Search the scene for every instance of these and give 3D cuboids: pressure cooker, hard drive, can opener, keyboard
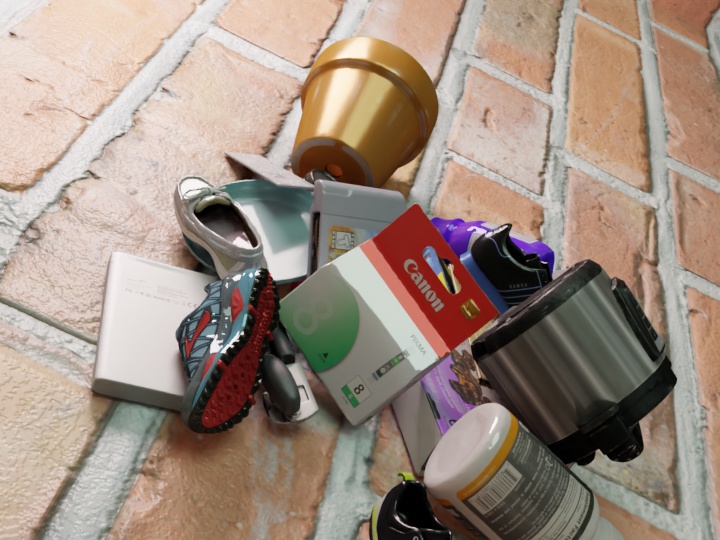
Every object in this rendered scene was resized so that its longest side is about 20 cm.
[{"bbox_3d":[0.236,0.112,1.145,0.175,0.179,0.201,-32,84,-33],"label":"pressure cooker"},{"bbox_3d":[-0.214,0.065,1.152,0.130,0.026,0.201,15,36,-19],"label":"hard drive"},{"bbox_3d":[-0.096,0.083,1.171,0.053,0.067,0.201,-11,47,-17],"label":"can opener"},{"bbox_3d":[-0.122,-0.133,1.418,0.056,0.011,0.200,9,12,-30],"label":"keyboard"}]

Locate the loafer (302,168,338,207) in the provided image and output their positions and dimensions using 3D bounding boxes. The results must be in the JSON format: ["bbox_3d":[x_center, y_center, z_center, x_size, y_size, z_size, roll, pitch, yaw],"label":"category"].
[{"bbox_3d":[0.001,-0.071,1.381,0.200,0.073,0.072,46,36,21],"label":"loafer"}]

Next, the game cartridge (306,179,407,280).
[{"bbox_3d":[0.000,0.000,1.271,0.132,0.041,0.203,5,84,-26],"label":"game cartridge"}]

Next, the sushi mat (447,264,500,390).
[{"bbox_3d":[0.156,0.074,1.275,0.095,0.012,0.201,25,32,-25],"label":"sushi mat"}]

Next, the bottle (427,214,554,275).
[{"bbox_3d":[0.166,-0.024,1.459,0.199,0.085,0.065,23,26,34],"label":"bottle"}]

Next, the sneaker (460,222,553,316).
[{"bbox_3d":[0.210,0.034,1.299,0.200,0.078,0.070,48,22,-5],"label":"sneaker"}]

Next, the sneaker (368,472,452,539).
[{"bbox_3d":[0.055,0.281,1.013,0.071,0.083,0.201,7,40,-28],"label":"sneaker"}]

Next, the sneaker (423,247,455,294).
[{"bbox_3d":[0.082,0.023,1.386,0.066,0.078,0.200,57,10,-17],"label":"sneaker"}]

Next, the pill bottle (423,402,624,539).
[{"bbox_3d":[0.168,0.240,1.087,0.200,0.116,0.117,44,32,-11],"label":"pill bottle"}]

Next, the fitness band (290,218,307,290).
[{"bbox_3d":[-0.023,-0.003,1.370,0.142,0.038,0.201,15,37,-20],"label":"fitness band"}]

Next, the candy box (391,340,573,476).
[{"bbox_3d":[0.139,0.157,1.244,0.198,0.072,0.169,9,38,-27],"label":"candy box"}]

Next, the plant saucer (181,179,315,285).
[{"bbox_3d":[-0.121,-0.044,1.321,0.197,0.028,0.201,5,40,-4],"label":"plant saucer"}]

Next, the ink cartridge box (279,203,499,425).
[{"bbox_3d":[0.026,0.047,1.174,0.162,0.199,0.050,54,13,13],"label":"ink cartridge box"}]

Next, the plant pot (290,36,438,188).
[{"bbox_3d":[-0.009,-0.193,1.507,0.199,0.201,0.184,27,49,-1],"label":"plant pot"}]

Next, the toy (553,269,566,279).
[{"bbox_3d":[0.237,0.060,1.457,0.198,0.048,0.115,-9,38,-32],"label":"toy"}]

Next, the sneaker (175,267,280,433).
[{"bbox_3d":[-0.150,0.086,1.102,0.094,0.080,0.201,-5,42,24],"label":"sneaker"}]

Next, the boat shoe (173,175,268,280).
[{"bbox_3d":[-0.163,-0.057,1.257,0.074,0.065,0.202,-13,44,-24],"label":"boat shoe"}]
